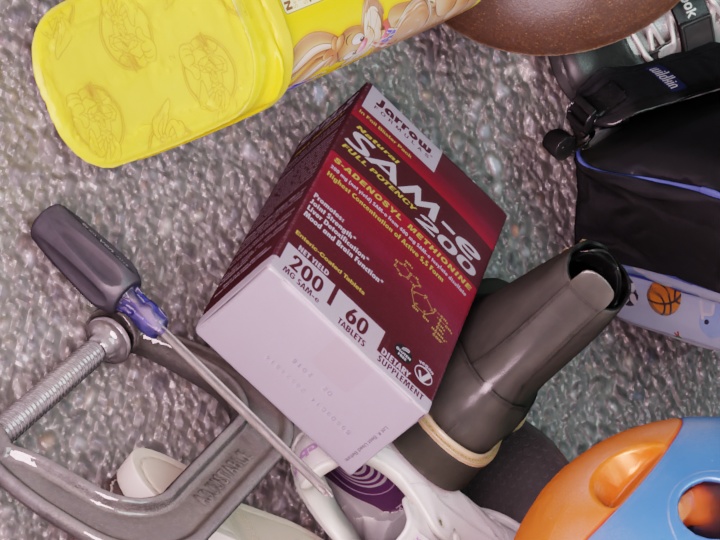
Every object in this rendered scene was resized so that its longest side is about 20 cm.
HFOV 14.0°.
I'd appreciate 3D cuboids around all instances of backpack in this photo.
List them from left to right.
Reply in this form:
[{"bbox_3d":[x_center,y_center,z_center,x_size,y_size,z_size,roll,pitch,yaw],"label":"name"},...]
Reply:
[{"bbox_3d":[0.234,-0.042,1.673,0.190,0.199,0.155,-36,136,-41],"label":"backpack"}]

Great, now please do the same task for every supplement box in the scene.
[{"bbox_3d":[0.000,0.000,1.466,0.109,0.061,0.200,43,31,-11],"label":"supplement box"}]

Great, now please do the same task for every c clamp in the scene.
[{"bbox_3d":[-0.126,0.067,1.356,0.170,0.027,0.200,30,32,17],"label":"c clamp"}]

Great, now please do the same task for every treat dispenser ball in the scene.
[{"bbox_3d":[0.165,0.172,1.417,0.200,0.200,0.202,15,67,-40],"label":"treat dispenser ball"}]

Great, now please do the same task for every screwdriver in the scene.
[{"bbox_3d":[-0.083,0.041,1.390,0.028,0.029,0.200,-43,79,-15],"label":"screwdriver"}]

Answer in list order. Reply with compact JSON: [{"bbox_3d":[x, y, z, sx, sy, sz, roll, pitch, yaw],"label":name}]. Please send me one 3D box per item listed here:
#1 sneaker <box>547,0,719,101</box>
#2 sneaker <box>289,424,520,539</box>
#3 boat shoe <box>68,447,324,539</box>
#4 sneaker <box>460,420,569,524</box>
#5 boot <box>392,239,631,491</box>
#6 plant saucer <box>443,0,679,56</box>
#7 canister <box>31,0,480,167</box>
[{"bbox_3d":[0.188,-0.159,1.732,0.200,0.088,0.074,-34,102,-43],"label":"sneaker"},{"bbox_3d":[0.031,0.144,1.478,0.200,0.075,0.100,42,15,-17],"label":"sneaker"},{"bbox_3d":[-0.055,0.155,1.422,0.200,0.060,0.072,33,16,-37],"label":"boat shoe"},{"bbox_3d":[0.123,0.172,1.587,0.067,0.108,0.202,-39,72,-5],"label":"sneaker"},{"bbox_3d":[0.093,0.023,1.505,0.077,0.138,0.200,40,22,-9],"label":"boot"},{"bbox_3d":[0.105,-0.218,1.599,0.037,0.199,0.202,50,38,-68],"label":"plant saucer"},{"bbox_3d":[-0.044,-0.129,1.458,0.200,0.148,0.087,-28,96,-46],"label":"canister"}]
